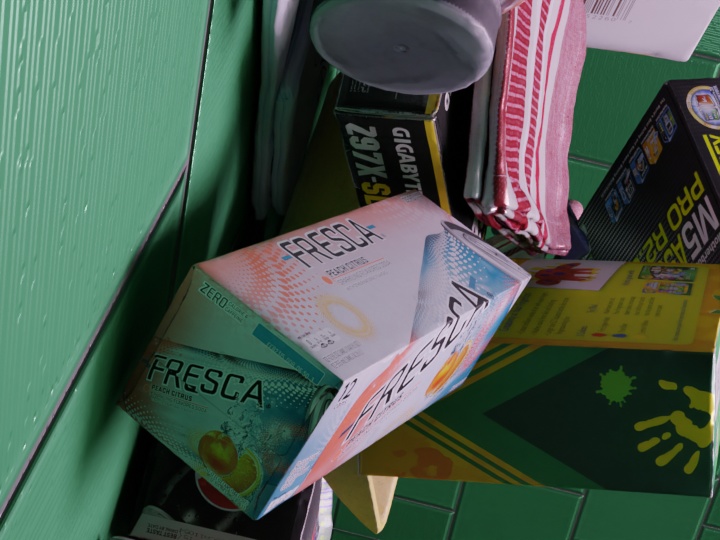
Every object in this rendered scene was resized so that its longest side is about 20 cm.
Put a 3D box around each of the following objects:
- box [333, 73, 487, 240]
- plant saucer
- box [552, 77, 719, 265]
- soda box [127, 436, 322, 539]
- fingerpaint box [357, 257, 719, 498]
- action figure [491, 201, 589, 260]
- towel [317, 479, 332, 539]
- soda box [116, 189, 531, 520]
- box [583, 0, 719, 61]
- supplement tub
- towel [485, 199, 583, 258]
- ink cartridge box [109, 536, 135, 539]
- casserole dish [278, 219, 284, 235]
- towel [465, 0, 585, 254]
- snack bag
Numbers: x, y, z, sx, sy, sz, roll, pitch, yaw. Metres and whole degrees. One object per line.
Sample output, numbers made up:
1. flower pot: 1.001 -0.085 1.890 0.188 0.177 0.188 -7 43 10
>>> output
1. box: 0.040 -0.106 0.807 0.160 0.049 0.201 77 23 -57
2. plant saucer: 0.000 0.000 0.881 0.201 0.048 0.201 80 21 -48
3. box: 0.190 0.006 1.025 0.200 0.044 0.161 116 -36 -54
4. soda box: -0.056 0.113 0.741 0.200 0.070 0.064 97 6 -69
5. fingerpaint box: 0.100 0.048 0.860 0.200 0.166 0.074 -40 131 -72
6. action figure: 0.059 -0.067 1.032 0.201 0.104 0.193 63 7 20
7. towel: -0.038 0.076 0.906 0.144 0.023 0.201 -22 116 -74
8. soda box: -0.006 0.024 0.647 0.064 0.068 0.200 -58 166 22
9. box: 0.132 -0.240 0.980 0.106 0.151 0.201 108 -12 -64
10. supplement tub: 0.032 -0.172 0.670 0.107 0.106 0.201 98 2 -66
11. towel: 0.061 0.019 1.100 0.144 0.023 0.200 -28 -172 29
12. ink cartridge box: -0.078 0.217 0.661 0.200 0.082 0.146 99 5 -57
13. casserole dish: -0.049 0.061 1.014 0.121 0.039 0.201 97 8 -64
14. towel: 0.083 -0.087 0.811 0.200 0.023 0.145 20 75 -75
15. snack bag: -0.017 -0.150 0.792 0.200 0.021 0.189 99 6 -59
